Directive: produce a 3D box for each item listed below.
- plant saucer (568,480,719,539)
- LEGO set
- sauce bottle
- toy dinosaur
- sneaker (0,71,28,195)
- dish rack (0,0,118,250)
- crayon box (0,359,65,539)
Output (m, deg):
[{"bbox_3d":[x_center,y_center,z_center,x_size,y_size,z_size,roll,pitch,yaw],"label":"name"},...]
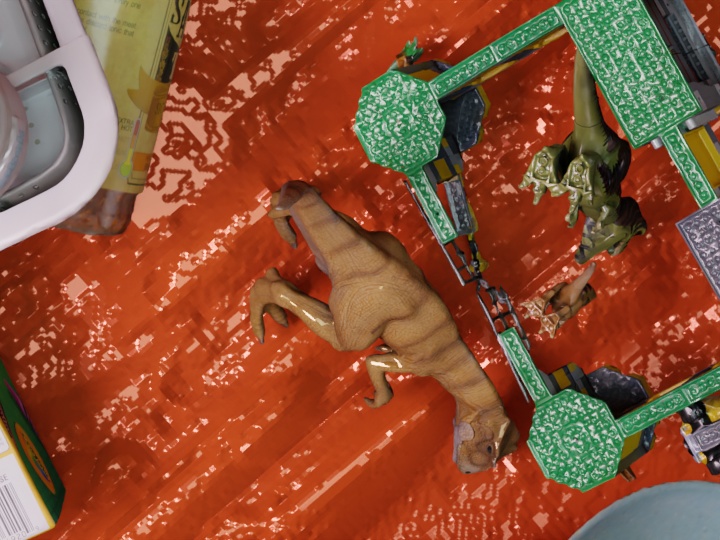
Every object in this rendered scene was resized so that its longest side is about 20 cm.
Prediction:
[{"bbox_3d":[0.104,0.174,0.760,0.201,0.039,0.201,5,82,-39],"label":"plant saucer"},{"bbox_3d":[0.104,-0.026,0.810,0.154,0.116,0.200,-40,81,29],"label":"LEGO set"},{"bbox_3d":[-0.088,-0.114,0.787,0.066,0.066,0.200,15,97,-7],"label":"sauce bottle"},{"bbox_3d":[0.000,0.000,0.786,0.060,0.106,0.200,-57,136,-15],"label":"toy dinosaur"},{"bbox_3d":[-0.200,-0.086,0.699,0.200,0.082,0.074,23,84,19],"label":"sneaker"},{"bbox_3d":[-0.178,-0.078,0.757,0.171,0.044,0.200,-25,74,8],"label":"dish rack"},{"bbox_3d":[-0.224,0.078,0.802,0.200,0.058,0.119,-25,99,-2],"label":"crayon box"}]
